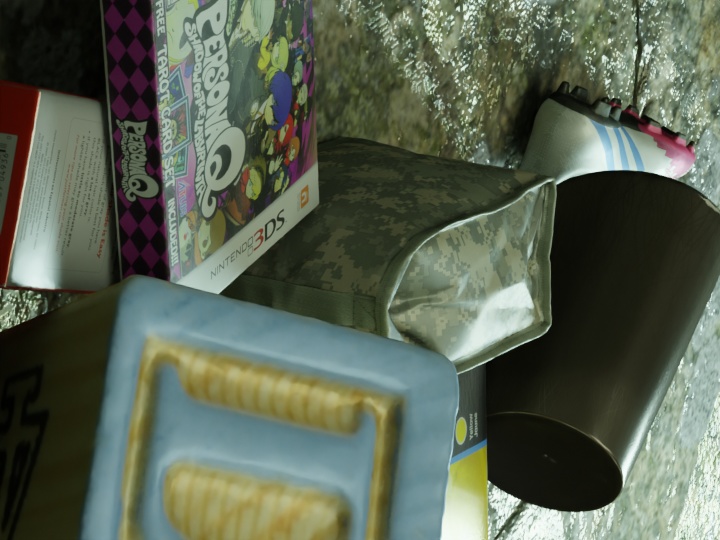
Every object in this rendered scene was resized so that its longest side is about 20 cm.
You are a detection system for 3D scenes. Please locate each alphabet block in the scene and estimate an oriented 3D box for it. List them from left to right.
[{"bbox_3d":[-0.087,0.128,1.226,0.195,0.200,0.197,16,73,-24],"label":"alphabet block"}]

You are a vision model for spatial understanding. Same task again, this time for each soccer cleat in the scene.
[{"bbox_3d":[0.178,-0.083,1.799,0.200,0.070,0.086,12,108,-56],"label":"soccer cleat"}]

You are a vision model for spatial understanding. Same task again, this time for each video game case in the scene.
[{"bbox_3d":[-0.076,-0.093,1.287,0.181,0.036,0.200,-44,139,-56],"label":"video game case"}]

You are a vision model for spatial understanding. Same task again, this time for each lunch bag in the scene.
[{"bbox_3d":[0.000,0.000,1.445,0.200,0.164,0.118,-23,119,-52],"label":"lunch bag"}]

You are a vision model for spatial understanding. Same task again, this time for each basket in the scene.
[{"bbox_3d":[0.153,0.054,1.675,0.136,0.180,0.200,38,54,-20],"label":"basket"}]

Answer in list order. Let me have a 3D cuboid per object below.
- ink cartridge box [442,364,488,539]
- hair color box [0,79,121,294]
[{"bbox_3d":[0.024,0.152,1.523,0.200,0.047,0.198,-21,113,-63],"label":"ink cartridge box"},{"bbox_3d":[-0.149,-0.041,1.264,0.200,0.061,0.102,7,94,-67],"label":"hair color box"}]
